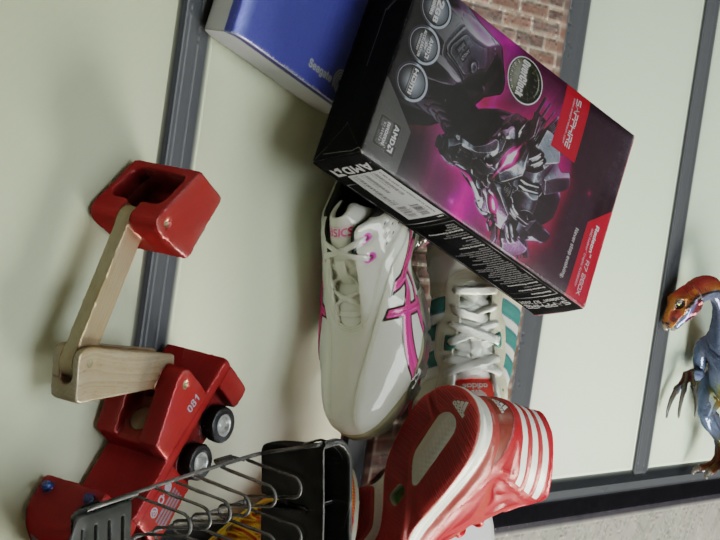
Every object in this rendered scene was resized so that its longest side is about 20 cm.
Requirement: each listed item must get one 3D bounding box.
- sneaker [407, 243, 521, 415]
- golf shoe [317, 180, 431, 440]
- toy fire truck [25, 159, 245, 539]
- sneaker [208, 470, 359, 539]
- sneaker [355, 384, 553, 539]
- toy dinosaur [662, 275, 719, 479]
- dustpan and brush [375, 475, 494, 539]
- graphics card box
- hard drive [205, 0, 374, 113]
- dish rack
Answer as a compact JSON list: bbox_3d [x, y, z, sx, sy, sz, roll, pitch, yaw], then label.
[{"bbox_3d":[0.074,0.048,1.329,0.094,0.070,0.201,-106,-158,-59],"label":"sneaker"},{"bbox_3d":[0.000,0.000,1.267,0.092,0.072,0.201,28,65,-50],"label":"golf shoe"},{"bbox_3d":[-0.123,0.059,1.109,0.201,0.048,0.141,-60,142,-26],"label":"toy fire truck"},{"bbox_3d":[-0.062,0.175,1.219,0.077,0.073,0.201,57,49,-34],"label":"sneaker"},{"bbox_3d":[0.049,0.158,1.290,0.115,0.079,0.200,12,130,-40],"label":"sneaker"},{"bbox_3d":[0.297,0.081,1.768,0.200,0.104,0.183,-98,174,-75],"label":"toy dinosaur"},{"bbox_3d":[0.057,0.161,1.420,0.200,0.057,0.140,-54,129,-24],"label":"dustpan and brush"},{"bbox_3d":[0.072,-0.073,1.255,0.200,0.051,0.126,33,65,-31],"label":"graphics card box"},{"bbox_3d":[-0.018,-0.207,1.214,0.132,0.025,0.201,30,73,-56],"label":"hard drive"},{"bbox_3d":[-0.082,0.176,1.105,0.199,0.054,0.155,-12,104,-54],"label":"dish rack"}]
